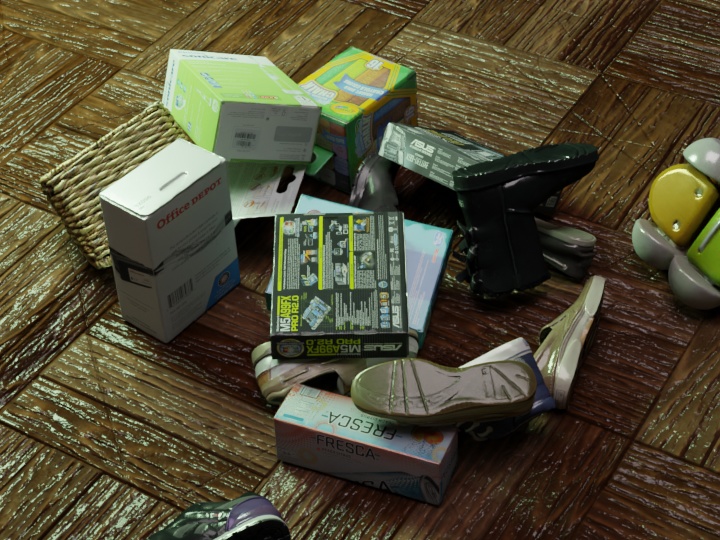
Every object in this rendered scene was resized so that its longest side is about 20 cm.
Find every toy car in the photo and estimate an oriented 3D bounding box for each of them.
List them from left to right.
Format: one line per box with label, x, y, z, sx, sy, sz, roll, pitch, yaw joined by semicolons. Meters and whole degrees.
toy car;0.453;-0.050;1.804;0.149;0.175;0.200;16;27;-38

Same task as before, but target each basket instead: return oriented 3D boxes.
basket;-0.303;-0.103;1.916;0.200;0.143;0.149;-36;91;-11

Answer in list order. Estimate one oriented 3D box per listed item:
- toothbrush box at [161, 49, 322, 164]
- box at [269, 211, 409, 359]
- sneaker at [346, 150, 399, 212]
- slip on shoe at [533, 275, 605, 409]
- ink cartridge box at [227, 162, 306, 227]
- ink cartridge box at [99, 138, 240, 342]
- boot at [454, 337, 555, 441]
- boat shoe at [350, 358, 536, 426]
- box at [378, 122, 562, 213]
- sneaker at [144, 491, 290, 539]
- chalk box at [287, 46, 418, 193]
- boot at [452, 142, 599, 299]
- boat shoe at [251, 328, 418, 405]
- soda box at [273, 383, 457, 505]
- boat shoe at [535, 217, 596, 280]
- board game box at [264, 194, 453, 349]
toothbrush box;-0.160;-0.218;1.918;0.145;0.086;0.200;0;28;-29
box;-0.024;0.015;1.703;0.159;0.044;0.201;-2;46;0
sneaker;0.021;-0.077;1.913;0.090;0.076;0.201;17;54;13
slip on shoe;0.243;0.078;1.714;0.060;0.076;0.200;15;52;16
ink cartridge box;-0.164;-0.097;1.925;0.199;0.050;0.163;-4;39;17
ink cartridge box;-0.230;-0.038;1.774;0.084;0.201;0.145;25;48;28
boot;0.116;0.159;1.627;0.199;0.073;0.091;-28;79;5
boat shoe;0.090;0.138;1.572;0.199;0.063;0.074;-6;57;0
box;0.147;-0.135;1.916;0.200;0.050;0.157;28;16;34
sneaker;-0.178;0.289;1.510;0.199;0.076;0.088;-13;27;-17
chalk box;-0.027;-0.200;2.007;0.124;0.124;0.200;26;48;30
boot;0.206;-0.061;1.780;0.197;0.163;0.073;-14;19;-9
boat shoe;-0.024;0.115;1.693;0.199;0.075;0.069;-9;59;-9
soda box;0.005;0.191;1.597;0.199;0.069;0.064;14;41;19
boat shoe;0.209;-0.043;1.866;0.199;0.057;0.067;23;19;32
board game box;0.000;0.000;1.788;0.199;0.047;0.152;14;60;9
